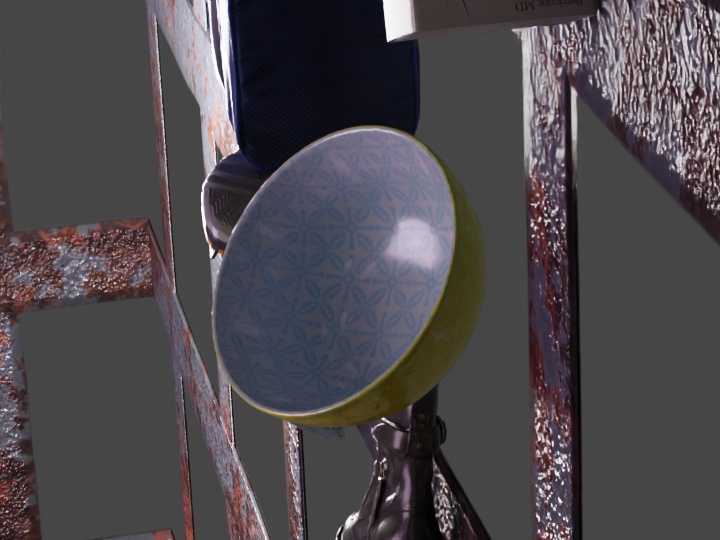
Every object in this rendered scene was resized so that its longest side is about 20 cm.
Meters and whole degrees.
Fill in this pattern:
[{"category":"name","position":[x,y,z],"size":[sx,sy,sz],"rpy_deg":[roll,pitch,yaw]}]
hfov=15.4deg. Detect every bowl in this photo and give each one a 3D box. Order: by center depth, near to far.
[{"category":"bowl","position":[0.012,0.019,1.719],"size":[0.107,0.200,0.201],"rpy_deg":[32,-146,-44]}]

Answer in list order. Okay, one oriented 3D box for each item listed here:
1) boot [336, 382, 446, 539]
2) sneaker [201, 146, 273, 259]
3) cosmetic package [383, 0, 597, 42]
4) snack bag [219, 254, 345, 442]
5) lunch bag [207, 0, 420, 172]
[{"category":"boot","position":[0.029,0.134,1.924],"size":[0.200,0.069,0.176],"rpy_deg":[-163,72,-75]},{"category":"sneaker","position":[-0.074,-0.032,1.900],"size":[0.200,0.077,0.113],"rpy_deg":[-66,-8,-61]},{"category":"cosmetic package","position":[0.058,-0.224,1.383],"size":[0.073,0.103,0.202],"rpy_deg":[180,83,-79]},{"category":"snack bag","position":[-0.069,0.037,2.259],"size":[0.188,0.021,0.201],"rpy_deg":[33,-138,-64]},{"category":"lunch bag","position":[-0.035,-0.172,1.848],"size":[0.133,0.135,0.201],"rpy_deg":[-109,14,-52]}]
